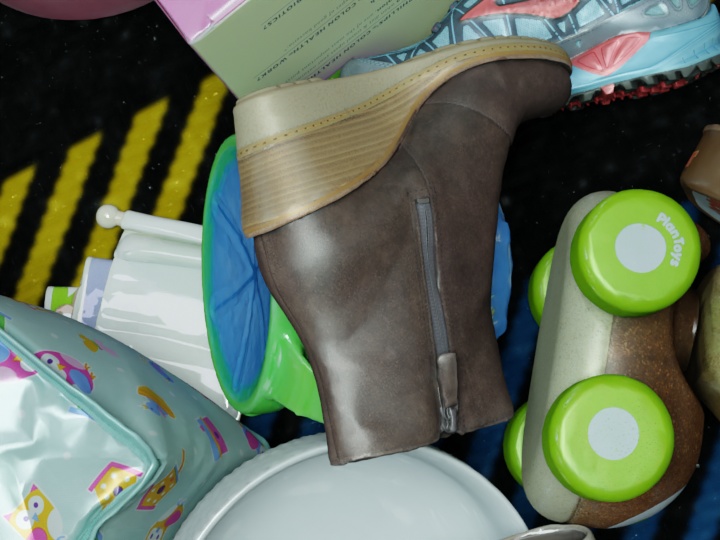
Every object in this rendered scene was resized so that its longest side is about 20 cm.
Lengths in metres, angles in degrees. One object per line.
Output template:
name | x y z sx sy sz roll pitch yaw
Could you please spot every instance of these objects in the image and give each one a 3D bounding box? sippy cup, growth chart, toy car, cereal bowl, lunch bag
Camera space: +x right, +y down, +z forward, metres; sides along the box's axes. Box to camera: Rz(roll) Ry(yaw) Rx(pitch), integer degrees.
sippy cup | 0.000 0.000 0.848 0.130 0.140 0.178 -1 76 -18
growth chart | -0.120 0.061 0.921 0.145 0.018 0.200 17 84 12
toy car | 0.181 0.053 0.811 0.200 0.164 0.158 10 82 -1
cereal bowl | -0.012 0.172 0.833 0.200 0.083 0.200 -2 95 -20
lunch bag | -0.169 0.073 0.832 0.200 0.170 0.122 34 94 14

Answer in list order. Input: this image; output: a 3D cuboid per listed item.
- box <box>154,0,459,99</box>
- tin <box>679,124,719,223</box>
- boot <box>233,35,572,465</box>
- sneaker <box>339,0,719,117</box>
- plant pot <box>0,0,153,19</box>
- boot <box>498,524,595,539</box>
box | -0.017 -0.171 0.849 0.176 0.200 0.097 -38 76 2
tin | 0.245 -0.007 0.825 0.200 0.112 0.042 30 87 13
boot | 0.038 -0.013 0.777 0.200 0.072 0.167 -17 88 -37
sneaker | 0.082 -0.126 0.888 0.200 0.079 0.096 -11 86 -3
plant pot | -0.167 -0.251 0.898 0.200 0.179 0.200 -1 80 8
boot | 0.106 0.188 0.795 0.200 0.070 0.146 -11 102 -17
